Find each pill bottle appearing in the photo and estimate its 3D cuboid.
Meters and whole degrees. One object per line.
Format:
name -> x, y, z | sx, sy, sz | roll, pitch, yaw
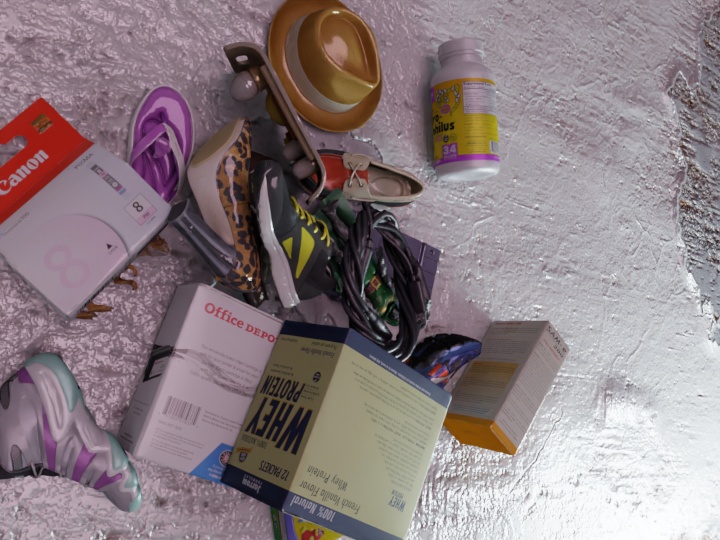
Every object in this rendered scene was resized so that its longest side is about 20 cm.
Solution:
pill bottle -> 0.161, -0.248, 1.109 | 0.102, 0.103, 0.207 | -2, 88, -34

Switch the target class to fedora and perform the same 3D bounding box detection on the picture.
fedora -> -0.031, -0.297, 0.990 | 0.196, 0.081, 0.207 | 2, 87, -34

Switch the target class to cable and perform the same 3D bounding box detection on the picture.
cable -> 0.024, 0.014, 0.914 | 0.162, 0.050, 0.205 | -31, 107, -49

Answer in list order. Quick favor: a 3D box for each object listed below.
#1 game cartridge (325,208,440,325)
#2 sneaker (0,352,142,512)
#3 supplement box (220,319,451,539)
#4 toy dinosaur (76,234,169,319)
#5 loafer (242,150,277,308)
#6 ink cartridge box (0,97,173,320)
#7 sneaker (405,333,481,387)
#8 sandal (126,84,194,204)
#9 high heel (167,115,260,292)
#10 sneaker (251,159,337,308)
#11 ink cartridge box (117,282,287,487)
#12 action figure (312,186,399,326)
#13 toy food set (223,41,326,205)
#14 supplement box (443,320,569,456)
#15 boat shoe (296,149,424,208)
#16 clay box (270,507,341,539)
game cartridge -> 0.029, 0.000, 1.047 | 0.196, 0.038, 0.133 | 22, 71, -32
sneaker -> -0.335, 0.206, 0.761 | 0.139, 0.077, 0.203 | -37, 98, -29
supplement box -> -0.024, 0.198, 0.850 | 0.198, 0.132, 0.204 | 34, 69, -36
toy dinosaur -> -0.317, -0.003, 0.803 | 0.194, 0.060, 0.110 | -2, 77, -23
loafer -> -0.126, -0.055, 0.905 | 0.069, 0.073, 0.207 | -3, 89, -12
ink cartridge box -> -0.325, -0.073, 0.760 | 0.200, 0.057, 0.163 | 46, 64, -10
sneaker -> 0.105, 0.155, 1.075 | 0.196, 0.075, 0.081 | -24, 109, -25
sandal -> -0.242, -0.123, 0.852 | 0.081, 0.049, 0.209 | 19, 79, -32
high heel -> -0.145, -0.079, 0.859 | 0.143, 0.070, 0.203 | 52, 41, -35
sneaker -> -0.075, -0.048, 0.838 | 0.082, 0.075, 0.203 | -14, 134, -5
ink cartridge box -> -0.183, 0.137, 0.858 | 0.143, 0.083, 0.205 | 28, 73, -31
action figure -> 0.000, 0.000, 0.979 | 0.119, 0.054, 0.202 | -51, 118, -29
toy food set -> -0.106, -0.175, 0.885 | 0.059, 0.143, 0.204 | -28, 96, -3
supplement box -> 0.225, 0.177, 1.116 | 0.074, 0.125, 0.202 | 46, 65, -22
boat shoe -> 0.000, -0.130, 1.016 | 0.196, 0.062, 0.074 | 10, 83, -33
clay box -> -0.030, 0.298, 0.979 | 0.196, 0.047, 0.119 | -11, 94, -34
